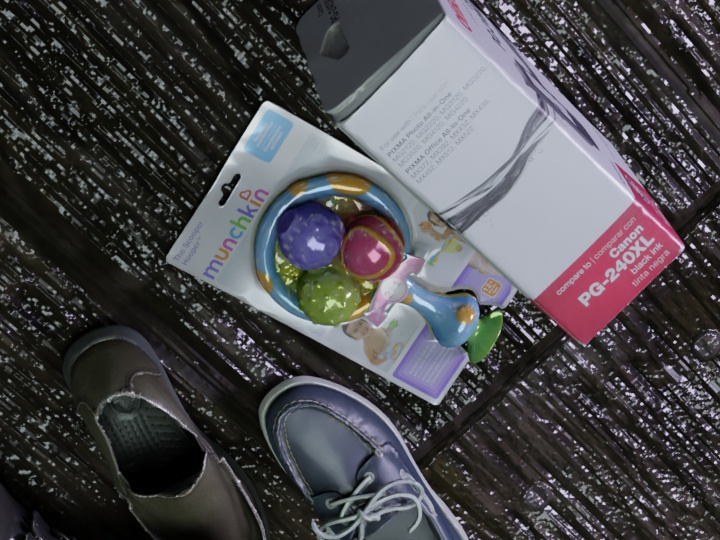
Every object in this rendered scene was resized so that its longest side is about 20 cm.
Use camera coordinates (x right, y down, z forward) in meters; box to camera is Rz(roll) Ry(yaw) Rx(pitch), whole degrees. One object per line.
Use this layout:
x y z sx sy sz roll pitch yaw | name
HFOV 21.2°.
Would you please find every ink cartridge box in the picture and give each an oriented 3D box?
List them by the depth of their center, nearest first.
0.068 -0.075 1.052 0.083 0.146 0.200 -43 117 12 | ink cartridge box

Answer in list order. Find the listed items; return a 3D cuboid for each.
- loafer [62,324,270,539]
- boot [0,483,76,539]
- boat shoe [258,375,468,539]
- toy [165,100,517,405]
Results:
-0.116 0.127 1.157 0.075 0.070 0.201 -31 118 5 | loafer
-0.138 0.180 1.147 0.172 0.070 0.201 -9 131 21 | boot
0.008 0.149 1.198 0.074 0.062 0.201 -31 118 7 | boat shoe
0.000 0.000 1.131 0.199 0.047 0.116 28 106 -23 | toy
